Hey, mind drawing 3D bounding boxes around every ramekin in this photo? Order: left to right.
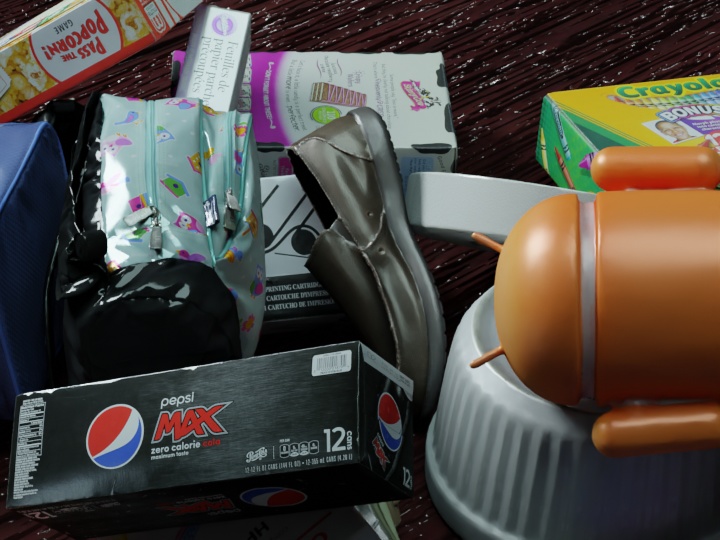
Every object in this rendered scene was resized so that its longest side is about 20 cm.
[{"bbox_3d":[0.139,0.079,1.294,0.199,0.106,0.201,2,33,-2],"label":"ramekin"}]

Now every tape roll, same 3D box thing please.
[{"bbox_3d":[0.125,-0.026,1.417,0.201,0.037,0.203,10,-2,0],"label":"tape roll"}]

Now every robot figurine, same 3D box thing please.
[{"bbox_3d":[0.157,0.013,1.188,0.198,0.145,0.117,-1,19,5],"label":"robot figurine"}]

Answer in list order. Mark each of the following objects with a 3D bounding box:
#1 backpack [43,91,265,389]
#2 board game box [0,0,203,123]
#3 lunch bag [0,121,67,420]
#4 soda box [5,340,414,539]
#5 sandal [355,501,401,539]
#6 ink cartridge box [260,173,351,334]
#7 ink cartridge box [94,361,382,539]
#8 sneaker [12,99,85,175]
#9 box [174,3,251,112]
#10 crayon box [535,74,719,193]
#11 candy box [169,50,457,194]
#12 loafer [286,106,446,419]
[{"bbox_3d":[-0.116,-0.008,1.298,0.126,0.167,0.201,6,47,-10],"label":"backpack"},{"bbox_3d":[-0.200,-0.153,1.512,0.199,0.046,0.152,-26,13,25],"label":"board game box"},{"bbox_3d":[-0.255,0.005,1.343,0.131,0.137,0.200,-2,30,9],"label":"lunch bag"},{"bbox_3d":[-0.075,0.088,1.124,0.199,0.071,0.064,-9,67,23],"label":"soda box"},{"bbox_3d":[-0.010,0.139,1.240,0.079,0.057,0.202,-23,50,13],"label":"sandal"},{"bbox_3d":[-0.074,-0.007,1.415,0.199,0.044,0.095,-6,78,-15],"label":"ink cartridge box"},{"bbox_3d":[-0.054,0.152,1.164,0.115,0.068,0.200,-41,45,-6],"label":"ink cartridge box"},{"bbox_3d":[-0.202,-0.075,1.501,0.069,0.100,0.200,-17,35,-27],"label":"sneaker"},{"bbox_3d":[-0.109,-0.080,1.487,0.038,0.041,0.201,10,66,1],"label":"box"},{"bbox_3d":[0.239,-0.083,1.582,0.199,0.059,0.119,-8,35,-20],"label":"crayon box"},{"bbox_3d":[-0.035,-0.098,1.586,0.198,0.061,0.137,0,35,-2],"label":"candy box"},{"bbox_3d":[0.000,0.000,1.377,0.070,0.073,0.201,-12,70,-13],"label":"loafer"}]
